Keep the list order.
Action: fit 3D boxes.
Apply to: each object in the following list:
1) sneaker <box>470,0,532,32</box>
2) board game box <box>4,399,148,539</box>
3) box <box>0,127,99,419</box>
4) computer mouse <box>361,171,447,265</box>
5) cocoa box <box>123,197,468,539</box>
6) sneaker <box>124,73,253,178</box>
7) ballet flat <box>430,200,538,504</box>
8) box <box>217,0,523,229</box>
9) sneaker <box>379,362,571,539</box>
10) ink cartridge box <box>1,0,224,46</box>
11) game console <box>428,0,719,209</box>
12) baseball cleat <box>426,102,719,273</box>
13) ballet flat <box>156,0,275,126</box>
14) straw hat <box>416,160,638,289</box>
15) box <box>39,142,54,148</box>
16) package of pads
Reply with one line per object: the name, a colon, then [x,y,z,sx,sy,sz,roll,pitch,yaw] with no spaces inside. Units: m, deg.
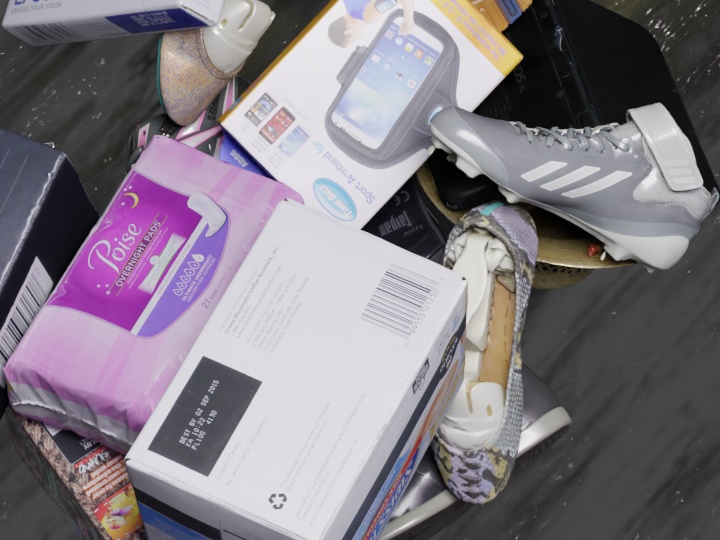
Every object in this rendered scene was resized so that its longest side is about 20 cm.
sneaker: [0.034,-0.180,1.674,0.199,0.088,0.076,-32,112,-3]
board game box: [-0.113,0.127,1.565,0.159,0.097,0.200,-32,66,-16]
box: [-0.300,-0.002,1.507,0.199,0.118,0.198,20,74,11]
computer mouse: [0.000,0.000,1.668,0.140,0.046,0.201,-30,68,-6]
cocoa box: [-0.034,0.088,1.455,0.133,0.132,0.201,23,63,15]
sneaker: [-0.132,-0.057,1.654,0.086,0.080,0.201,31,65,8]
ballet flat: [0.072,0.054,1.568,0.071,0.072,0.202,5,95,-11]
box: [-0.001,-0.113,1.608,0.119,0.041,0.200,43,88,-10]
sneaker: [0.037,0.121,1.654,0.199,0.075,0.107,-33,74,-17]
ink cartridge box: [-0.147,-0.255,1.628,0.043,0.195,0.202,25,72,-41]
game console: [0.135,-0.110,1.693,0.175,0.117,0.201,-23,43,8]
baseball cleat: [0.142,-0.078,1.556,0.199,0.070,0.107,27,106,-25]
ballet flat: [-0.087,-0.195,1.616,0.067,0.068,0.202,6,81,35]
straw hat: [0.128,-0.035,1.686,0.199,0.086,0.202,5,42,-5]
box: [-0.299,-0.010,1.615,0.198,0.040,0.138,-4,79,-13]
package of pads: [-0.128,0.021,1.522,0.120,0.076,0.201,22,62,16]
